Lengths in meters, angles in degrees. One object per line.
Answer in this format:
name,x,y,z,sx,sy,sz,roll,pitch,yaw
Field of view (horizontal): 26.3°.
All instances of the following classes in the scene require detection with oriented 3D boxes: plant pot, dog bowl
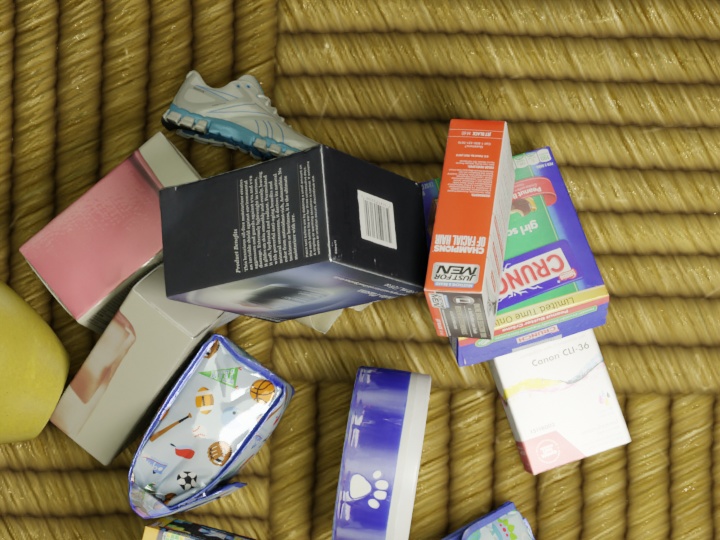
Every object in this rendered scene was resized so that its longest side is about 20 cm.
plant pot,-0.397,0.109,1.652,0.142,0.200,0.200,26,86,-20
dog bowl,0.022,0.203,1.629,0.079,0.200,0.200,9,86,2

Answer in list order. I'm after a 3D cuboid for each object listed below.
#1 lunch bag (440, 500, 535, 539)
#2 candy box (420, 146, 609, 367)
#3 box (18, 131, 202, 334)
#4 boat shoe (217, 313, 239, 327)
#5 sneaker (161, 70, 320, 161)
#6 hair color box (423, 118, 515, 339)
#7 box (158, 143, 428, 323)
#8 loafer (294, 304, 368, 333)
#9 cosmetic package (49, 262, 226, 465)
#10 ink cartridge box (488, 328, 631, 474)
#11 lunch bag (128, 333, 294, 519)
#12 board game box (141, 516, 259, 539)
lunch bag,0.122,0.368,1.662,0.200,0.127,0.170,-27,84,-15
candy box,0.157,-0.016,1.674,0.169,0.077,0.200,-17,63,-2
box,-0.250,-0.037,1.677,0.200,0.128,0.109,-40,81,-4
boat shoe,-0.133,0.001,1.715,0.200,0.072,0.071,-33,79,-14
sneaker,-0.116,-0.171,1.721,0.200,0.075,0.087,19,80,1
hair color box,0.114,-0.043,1.588,0.064,0.111,0.200,3,63,12
box,-0.063,-0.029,1.554,0.198,0.200,0.123,-12,75,30
loafer,0.000,0.000,1.689,0.200,0.076,0.068,-37,106,29
cosmetic package,-0.236,0.097,1.641,0.087,0.103,0.200,39,116,3
ink cartridge box,0.208,0.112,1.703,0.116,0.067,0.200,-19,85,-2
lunch bag,-0.164,0.179,1.645,0.124,0.170,0.200,37,85,5
board game box,-0.143,0.307,1.619,0.165,0.200,0.057,14,84,0
